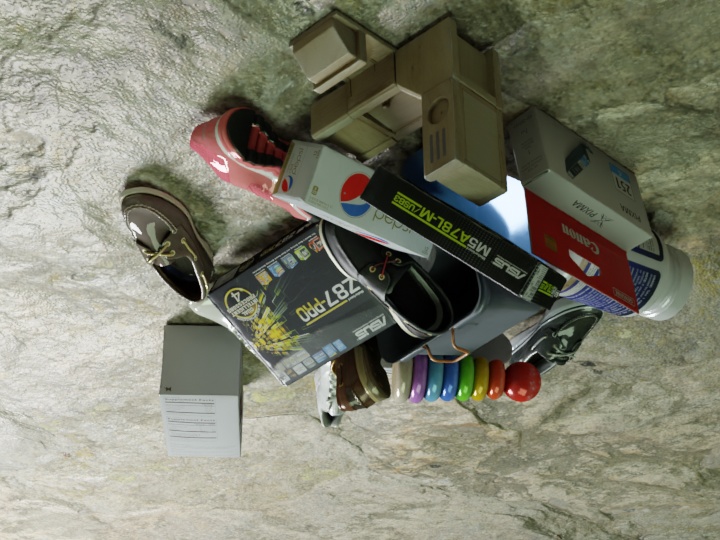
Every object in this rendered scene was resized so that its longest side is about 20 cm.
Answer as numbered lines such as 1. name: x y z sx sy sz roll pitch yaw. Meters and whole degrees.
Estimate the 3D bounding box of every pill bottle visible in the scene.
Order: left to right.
1. pill bottle: 0.304 -0.009 1.746 0.199 0.116 0.116 18 143 -29

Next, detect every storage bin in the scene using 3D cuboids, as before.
1. storage bin: 0.130 0.046 1.819 0.134 0.146 0.200 9 149 -37

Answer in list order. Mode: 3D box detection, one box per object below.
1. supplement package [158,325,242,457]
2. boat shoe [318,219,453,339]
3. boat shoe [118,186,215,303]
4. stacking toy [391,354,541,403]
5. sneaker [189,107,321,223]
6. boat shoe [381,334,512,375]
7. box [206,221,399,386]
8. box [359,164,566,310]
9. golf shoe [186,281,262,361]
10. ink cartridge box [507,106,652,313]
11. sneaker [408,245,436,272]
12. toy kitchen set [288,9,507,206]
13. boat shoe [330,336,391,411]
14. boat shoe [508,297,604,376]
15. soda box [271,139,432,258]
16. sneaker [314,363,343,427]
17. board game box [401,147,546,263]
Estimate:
1. supplement package: -0.221 0.172 2.012 0.109 0.114 0.200 1 149 -3
2. boat shoe: 0.034 0.000 1.697 0.201 0.074 0.063 47 161 -14
3. boat shoe: -0.233 -0.030 1.730 0.071 0.060 0.200 -10 148 14
4. stacking toy: 0.144 0.142 1.920 0.199 0.086 0.086 4 149 -4
5. sneaker: -0.112 -0.118 1.603 0.086 0.074 0.200 -5 150 36
6. boat shoe: 0.111 0.119 1.993 0.199 0.072 0.066 -6 160 1
7. box: -0.068 0.036 1.779 0.199 0.049 0.161 -30 109 30
8. box: 0.111 -0.031 1.473 0.193 0.048 0.200 30 -177 16
9. golf shoe: -0.133 0.072 1.872 0.199 0.098 0.078 13 148 -21
10. ink cartridge box: 0.252 -0.066 1.588 0.045 0.177 0.199 -32 138 33
11. sneaker: 0.000 0.000 1.801 0.088 0.076 0.200 34 131 -25
12. toy kitchen set: 0.017 -0.146 1.439 0.199 0.181 0.163 -28 140 37
13. boat shoe: -0.011 0.109 1.847 0.067 0.200 0.072 -30 120 12
14. boat shoe: 0.273 0.099 1.966 0.072 0.071 0.200 13 145 -23
15. soda box: 0.001 -0.079 1.596 0.199 0.068 0.063 23 175 -41
16. sneaker: -0.026 0.153 2.021 0.074 0.088 0.200 2 147 -3
17. board game box: 0.142 -0.082 1.650 0.199 0.039 0.158 23 146 20
